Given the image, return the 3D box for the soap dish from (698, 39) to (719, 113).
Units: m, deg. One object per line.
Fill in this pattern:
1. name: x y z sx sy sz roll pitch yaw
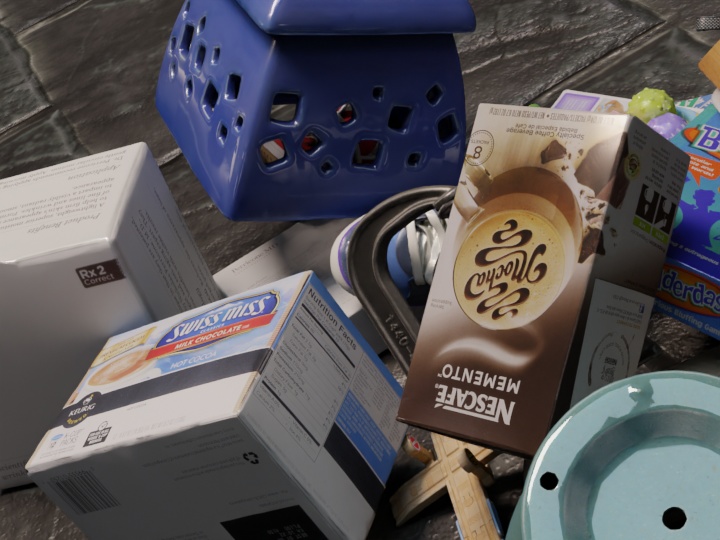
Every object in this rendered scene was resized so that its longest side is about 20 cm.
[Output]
1. soap dish: 0.351 -0.113 1.036 0.198 0.082 0.158 5 30 -16

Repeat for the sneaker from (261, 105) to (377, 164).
1. sneaker: -0.029 -0.101 1.301 0.112 0.072 0.200 -25 13 -5

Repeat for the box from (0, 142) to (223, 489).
1. box: -0.221 0.037 1.156 0.197 0.201 0.131 -13 34 16

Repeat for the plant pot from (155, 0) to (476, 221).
1. plant pot: -0.032 -0.165 1.163 0.198 0.181 0.200 -5 35 -25

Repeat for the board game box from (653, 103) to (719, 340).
1. board game box: 0.252 -0.029 1.004 0.151 0.045 0.200 26 40 24

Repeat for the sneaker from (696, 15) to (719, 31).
1. sneaker: 0.315 -0.191 1.167 0.139 0.079 0.200 -9 2 -11

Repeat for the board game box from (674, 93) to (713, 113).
1. board game box: 0.288 -0.105 1.188 0.198 0.030 0.096 -11 37 16

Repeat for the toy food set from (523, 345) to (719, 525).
1. toy food set: 0.204 0.118 0.923 0.199 0.061 0.144 -23 23 0

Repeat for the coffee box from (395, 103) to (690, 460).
1. coffee box: 0.109 0.011 0.911 0.112 0.080 0.202 9 81 41

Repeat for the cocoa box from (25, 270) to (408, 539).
1. cocoa box: -0.089 0.109 1.002 0.199 0.134 0.132 -18 32 36

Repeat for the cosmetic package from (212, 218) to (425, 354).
1. cosmetic package: 0.000 0.000 1.201 0.199 0.052 0.151 -32 37 -11

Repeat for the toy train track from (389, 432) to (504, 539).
1. toy train track: 0.065 0.147 0.956 0.114 0.032 0.201 -38 39 17

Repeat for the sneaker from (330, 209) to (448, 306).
1. sneaker: 0.087 -0.024 1.066 0.198 0.081 0.146 -3 -7 -12

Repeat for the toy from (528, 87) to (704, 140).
1. toy: 0.206 -0.106 1.175 0.199 0.047 0.115 11 50 42

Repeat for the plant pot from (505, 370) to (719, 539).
1. plant pot: 0.153 0.147 0.732 0.198 0.188 0.202 -7 60 12

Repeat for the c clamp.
1. c clamp: 0.082 0.022 1.022 0.171 0.201 0.027 -45 -12 34
